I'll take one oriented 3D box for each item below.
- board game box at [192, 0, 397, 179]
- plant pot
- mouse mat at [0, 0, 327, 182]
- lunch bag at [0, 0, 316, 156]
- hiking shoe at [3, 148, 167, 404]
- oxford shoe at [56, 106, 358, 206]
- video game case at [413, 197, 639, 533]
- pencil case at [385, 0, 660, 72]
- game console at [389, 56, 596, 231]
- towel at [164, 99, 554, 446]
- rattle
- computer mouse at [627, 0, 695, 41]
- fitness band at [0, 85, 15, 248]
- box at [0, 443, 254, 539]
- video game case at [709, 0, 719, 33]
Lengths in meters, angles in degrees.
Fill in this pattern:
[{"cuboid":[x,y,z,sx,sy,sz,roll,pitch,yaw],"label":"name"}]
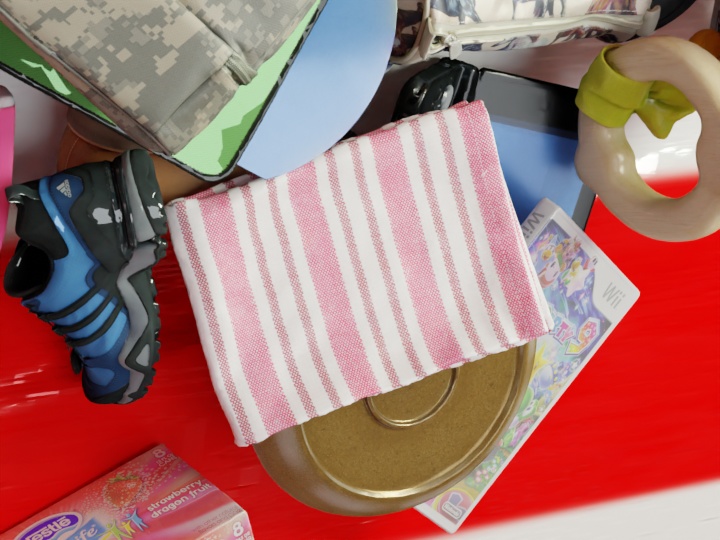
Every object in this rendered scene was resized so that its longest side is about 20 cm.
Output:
[{"cuboid":[-0.078,-0.151,1.436,0.200,0.039,0.158,27,85,-20],"label":"board game box"},{"cuboid":[0.026,0.060,1.531,0.200,0.027,0.200,-12,116,-26],"label":"plant pot"},{"cuboid":[-0.120,-0.159,1.388,0.200,0.008,0.161,29,92,-19],"label":"mouse mat"},{"cuboid":[-0.110,-0.179,1.308,0.200,0.139,0.168,43,94,-17],"label":"lunch bag"},{"cuboid":[-0.157,0.005,1.441,0.087,0.074,0.200,-6,141,-11],"label":"hiking shoe"},{"cuboid":[-0.086,-0.064,1.484,0.200,0.071,0.071,3,125,-31],"label":"oxford shoe"},{"cuboid":[0.085,0.063,1.620,0.200,0.018,0.143,-52,144,-2],"label":"video game case"},{"cuboid":[0.088,-0.166,1.548,0.200,0.090,0.078,-9,150,-36],"label":"pencil case"},{"cuboid":[0.068,-0.018,1.581,0.176,0.116,0.200,-39,146,-74],"label":"game console"},{"cuboid":[0.000,0.000,1.461,0.200,0.030,0.147,-19,96,-14],"label":"towel"},{"cuboid":[0.237,-0.071,1.565,0.143,0.200,0.130,5,103,-49],"label":"rattle"},{"cuboid":[0.211,-0.227,1.590,0.046,0.140,0.200,20,102,3],"label":"computer mouse"},{"cuboid":[-0.255,-0.043,1.359,0.143,0.037,0.200,-11,125,-31],"label":"fitness band"},{"cuboid":[-0.164,0.202,1.525,0.200,0.103,0.095,-29,126,-23],"label":"box"},{"cuboid":[0.257,-0.160,1.598,0.023,0.200,0.182,-2,131,-6],"label":"video game case"}]
